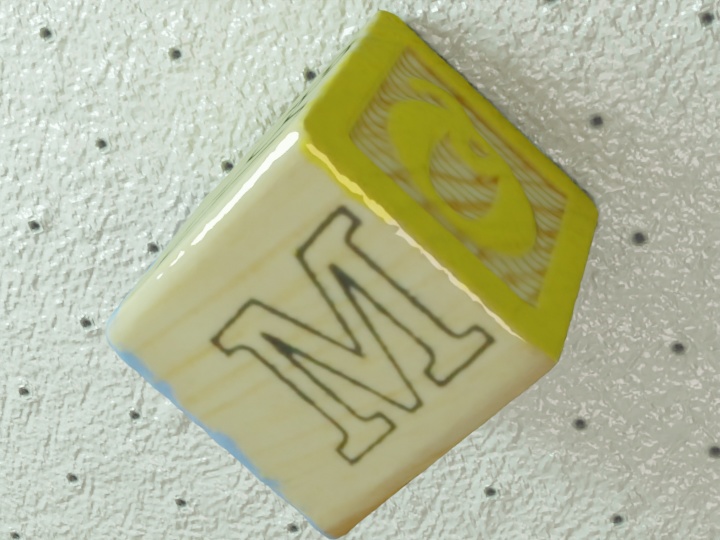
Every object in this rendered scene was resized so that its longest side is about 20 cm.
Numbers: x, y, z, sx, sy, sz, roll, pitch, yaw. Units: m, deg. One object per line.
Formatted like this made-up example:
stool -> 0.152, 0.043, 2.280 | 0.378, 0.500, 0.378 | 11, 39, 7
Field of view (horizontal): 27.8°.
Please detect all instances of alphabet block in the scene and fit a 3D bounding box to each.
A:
alphabet block -> 0.000, 0.000, 0.883 | 0.196, 0.196, 0.200 | 41, 123, -10
